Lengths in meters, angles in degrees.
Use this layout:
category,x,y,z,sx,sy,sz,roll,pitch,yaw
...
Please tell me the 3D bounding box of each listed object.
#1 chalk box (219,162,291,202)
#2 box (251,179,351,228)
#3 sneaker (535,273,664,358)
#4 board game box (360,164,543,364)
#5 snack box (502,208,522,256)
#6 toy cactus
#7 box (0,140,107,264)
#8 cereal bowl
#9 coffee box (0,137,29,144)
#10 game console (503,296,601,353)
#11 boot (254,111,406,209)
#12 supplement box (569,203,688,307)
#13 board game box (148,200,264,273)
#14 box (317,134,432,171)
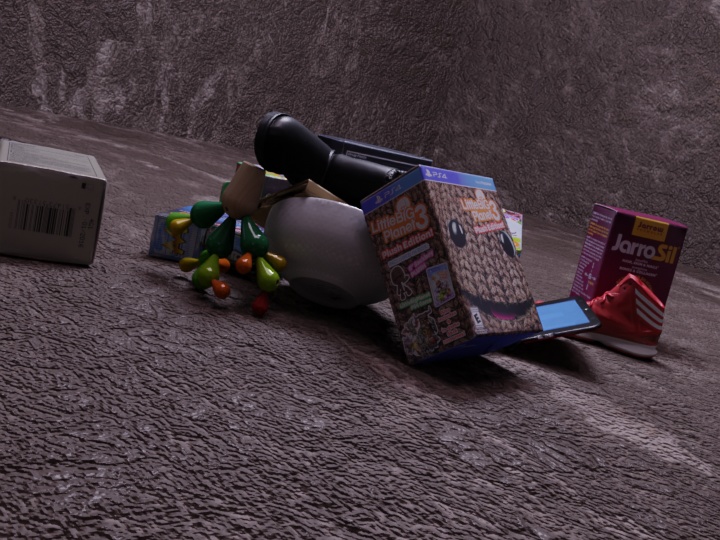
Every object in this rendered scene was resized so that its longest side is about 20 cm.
category,x,y,z,sx,sy,sz,roll,pitch,yaw
chalk box,-0.153,-0.108,1.408,0.198,0.127,0.124,9,12,-31
box,-0.038,-0.049,1.101,0.199,0.022,0.163,30,-24,-30
sneaker,0.368,0.051,1.263,0.197,0.117,0.078,17,11,16
board game box,0.108,-0.005,0.965,0.096,0.203,0.158,-27,-17,37
snack box,0.175,-0.059,1.262,0.140,0.054,0.200,16,21,6
toy cactus,-0.154,-0.048,1.007,0.102,0.167,0.199,17,12,-48
box,-0.401,-0.090,1.045,0.126,0.111,0.200,8,12,-24
cereal bowl,-0.036,-0.009,1.052,0.197,0.084,0.201,15,-22,6
coffee box,-0.596,-0.161,1.242,0.113,0.081,0.200,13,11,-3
game console,0.222,0.031,1.144,0.173,0.119,0.200,48,11,-2
boot,-0.027,-0.125,1.029,0.161,0.074,0.198,19,-8,21
supplement box,0.434,0.005,1.355,0.129,0.203,0.103,11,10,-6
board game box,-0.199,-0.043,1.187,0.198,0.063,0.199,19,14,22
box,0.008,-0.136,1.550,0.198,0.201,0.123,8,12,-31
